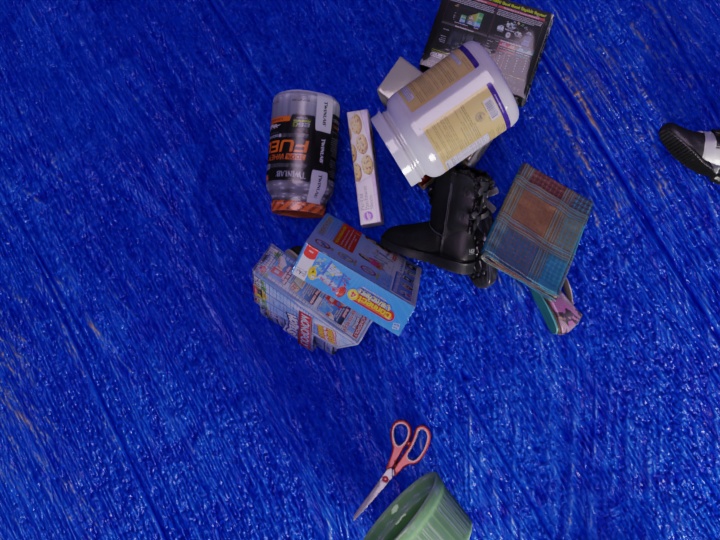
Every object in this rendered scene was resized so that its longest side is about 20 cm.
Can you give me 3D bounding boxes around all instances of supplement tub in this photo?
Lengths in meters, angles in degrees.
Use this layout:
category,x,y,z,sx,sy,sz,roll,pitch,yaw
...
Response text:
category,x,y,z,sx,sy,sz,roll,pitch,yaw
supplement tub,0.128,-0.238,1.196,0.198,0.145,0.147,-33,82,7
supplement tub,-0.101,-0.198,1.345,0.119,0.122,0.206,3,86,9

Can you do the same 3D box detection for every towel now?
category,x,y,z,sx,sy,sz,roll,pitch,yaw
towel,0.292,-0.068,1.272,0.145,0.022,0.203,29,66,0

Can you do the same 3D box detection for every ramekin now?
category,x,y,z,sx,sy,sz,roll,pitch,yaw
ramekin,0.087,0.431,1.237,0.098,0.200,0.200,44,93,2

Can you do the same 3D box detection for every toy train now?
category,x,y,z,sx,sy,sz,roll,pitch,yaw
toy train,0.100,-0.174,1.349,0.034,0.046,0.202,-35,81,5

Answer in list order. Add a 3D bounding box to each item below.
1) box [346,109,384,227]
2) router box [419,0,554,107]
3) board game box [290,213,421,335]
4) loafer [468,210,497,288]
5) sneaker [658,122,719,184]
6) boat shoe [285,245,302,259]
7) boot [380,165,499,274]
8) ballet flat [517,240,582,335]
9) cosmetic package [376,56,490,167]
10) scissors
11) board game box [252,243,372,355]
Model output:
category,x,y,z,sx,sy,sz,roll,pitch,yaw
box,0.009,-0.180,1.367,0.040,0.039,0.206,-7,85,10
router box,0.215,-0.388,1.336,0.196,0.062,0.153,21,90,10
board game box,0.000,0.000,1.257,0.193,0.200,0.057,30,108,-1
loafer,0.200,-0.072,1.311,0.067,0.069,0.206,-21,76,48
sneaker,0.581,-0.198,1.262,0.198,0.074,0.090,32,91,0
boat shoe,-0.052,0.025,1.354,0.201,0.074,0.063,42,63,17
boot,0.127,-0.096,1.284,0.195,0.073,0.167,19,107,36
ballet flat,0.303,0.009,1.298,0.070,0.069,0.202,-30,84,-12
cosmetic package,0.129,-0.264,1.322,0.199,0.103,0.074,38,93,11
scissors,0.055,0.353,1.335,0.072,0.014,0.204,24,89,8
board game box,-0.079,0.075,1.282,0.197,0.201,0.062,29,61,11
